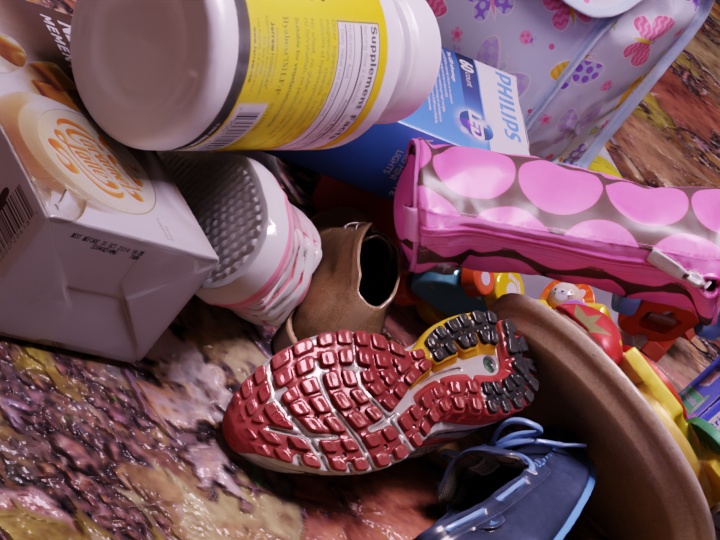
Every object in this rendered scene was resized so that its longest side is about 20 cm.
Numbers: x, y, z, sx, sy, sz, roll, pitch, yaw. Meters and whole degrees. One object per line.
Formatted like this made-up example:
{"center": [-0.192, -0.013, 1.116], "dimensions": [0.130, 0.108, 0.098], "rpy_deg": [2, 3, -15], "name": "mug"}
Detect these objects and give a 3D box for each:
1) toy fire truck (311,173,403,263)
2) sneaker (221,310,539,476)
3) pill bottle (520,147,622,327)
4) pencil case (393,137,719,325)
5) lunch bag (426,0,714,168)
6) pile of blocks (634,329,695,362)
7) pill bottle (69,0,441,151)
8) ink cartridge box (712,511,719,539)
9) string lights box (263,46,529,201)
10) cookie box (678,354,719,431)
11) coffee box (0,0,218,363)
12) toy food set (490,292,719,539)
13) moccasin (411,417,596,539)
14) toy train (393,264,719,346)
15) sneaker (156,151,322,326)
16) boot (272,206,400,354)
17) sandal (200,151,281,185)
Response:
{"center": [-0.016, -0.103, 1.452], "dimensions": [0.199, 0.129, 0.176], "rpy_deg": [3, 41, -38], "name": "toy fire truck"}
{"center": [0.006, 0.079, 1.195], "dimensions": [0.200, 0.082, 0.078], "rpy_deg": [-6, 68, -42], "name": "sneaker"}
{"center": [0.133, -0.042, 1.560], "dimensions": [0.114, 0.114, 0.200], "rpy_deg": [26, 25, -30], "name": "pill bottle"}
{"center": [0.117, -0.022, 1.269], "dimensions": [0.199, 0.091, 0.094], "rpy_deg": [8, 31, 1], "name": "pencil case"}
{"center": [0.125, -0.191, 1.446], "dimensions": [0.127, 0.200, 0.170], "rpy_deg": [4, 42, -53], "name": "lunch bag"}
{"center": [0.233, 0.021, 1.642], "dimensions": [0.062, 0.082, 0.200], "rpy_deg": [41, 21, 5], "name": "pile of blocks"}
{"center": [-0.048, -0.119, 1.176], "dimensions": [0.200, 0.111, 0.111], "rpy_deg": [-4, 47, -51], "name": "pill bottle"}
{"center": [0.180, 0.113, 1.447], "dimensions": [0.200, 0.037, 0.095], "rpy_deg": [37, 22, -3], "name": "ink cartridge box"}
{"center": [0.003, -0.102, 1.338], "dimensions": [0.199, 0.059, 0.103], "rpy_deg": [20, 36, -21], "name": "string lights box"}
{"center": [0.280, 0.142, 1.352], "dimensions": [0.200, 0.075, 0.171], "rpy_deg": [48, 5, 3], "name": "cookie box"}
{"center": [-0.172, -0.056, 1.140], "dimensions": [0.114, 0.080, 0.200], "rpy_deg": [17, 31, -45], "name": "coffee box"}
{"center": [0.145, 0.092, 1.292], "dimensions": [0.198, 0.049, 0.200], "rpy_deg": [52, -15, 7], "name": "toy food set"}
{"center": [0.079, 0.121, 1.200], "dimensions": [0.068, 0.080, 0.200], "rpy_deg": [50, 20, -4], "name": "moccasin"}
{"center": [0.121, 0.005, 1.383], "dimensions": [0.199, 0.150, 0.056], "rpy_deg": [15, 67, -7], "name": "toy train"}
{"center": [-0.054, -0.011, 1.201], "dimensions": [0.105, 0.075, 0.200], "rpy_deg": [34, -1, -24], "name": "sneaker"}
{"center": [0.000, 0.000, 1.320], "dimensions": [0.073, 0.076, 0.200], "rpy_deg": [33, 21, -11], "name": "boot"}
{"center": [-0.112, -0.089, 1.346], "dimensions": [0.207, 0.059, 0.079], "rpy_deg": [44, 26, -57], "name": "sandal"}
